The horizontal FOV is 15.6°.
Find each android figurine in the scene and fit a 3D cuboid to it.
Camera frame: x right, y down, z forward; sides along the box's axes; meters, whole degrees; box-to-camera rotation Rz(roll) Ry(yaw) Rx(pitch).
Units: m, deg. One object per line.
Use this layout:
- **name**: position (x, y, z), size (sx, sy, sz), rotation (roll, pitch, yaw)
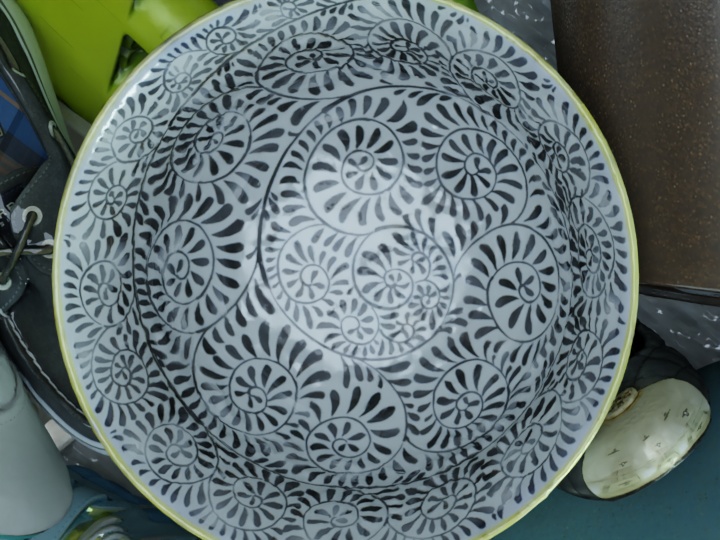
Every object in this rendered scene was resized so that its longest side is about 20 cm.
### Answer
- **android figurine**: position (-0.124, -0.130, 0.986), size (0.200, 0.182, 0.041), rotation (44, 66, 9)

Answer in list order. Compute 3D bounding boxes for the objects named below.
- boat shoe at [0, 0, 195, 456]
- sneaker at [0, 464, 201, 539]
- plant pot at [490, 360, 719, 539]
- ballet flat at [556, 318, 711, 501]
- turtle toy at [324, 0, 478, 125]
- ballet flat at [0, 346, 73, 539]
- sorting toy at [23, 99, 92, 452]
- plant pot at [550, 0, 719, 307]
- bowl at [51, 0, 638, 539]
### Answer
- **boat shoe**: position (-0.126, -0.021, 0.958), size (0.069, 0.057, 0.200), rotation (-30, 78, 13)
- **sneaker**: position (-0.102, 0.122, 1.007), size (0.130, 0.200, 0.080), rotation (25, 84, 13)
- **plant pot**: position (0.156, 0.119, 0.973), size (0.188, 0.200, 0.200), rotation (-7, 97, 24)
- **ballet flat**: position (0.075, 0.032, 0.953), size (0.066, 0.200, 0.057), rotation (-35, 110, 0)
- **turtle toy**: position (-0.021, -0.145, 0.966), size (0.101, 0.146, 0.200), rotation (-42, 91, -22)
- **ballet flat**: position (-0.175, 0.018, 0.962), size (0.200, 0.069, 0.069), rotation (42, 103, 29)
- **sorting toy**: position (-0.169, -0.008, 1.048), size (0.200, 0.107, 0.180), rotation (-39, 84, 11)
- **plant pot**: position (0.143, -0.087, 0.921), size (0.187, 0.187, 0.200), rotation (8, 88, 7)
- **bowl**: position (0.000, 0.000, 0.920), size (0.200, 0.094, 0.201), rotation (1, 94, 9)
